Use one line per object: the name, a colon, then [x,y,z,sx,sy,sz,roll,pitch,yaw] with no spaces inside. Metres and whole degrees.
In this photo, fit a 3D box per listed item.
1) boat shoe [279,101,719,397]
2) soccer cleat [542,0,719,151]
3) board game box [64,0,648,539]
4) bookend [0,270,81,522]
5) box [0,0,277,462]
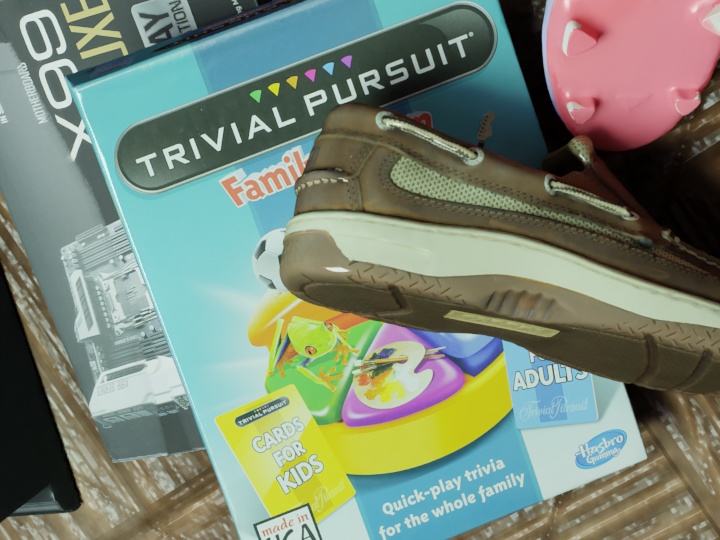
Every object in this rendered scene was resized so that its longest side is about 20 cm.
boat shoe: [0.075,-0.011,0.758,0.075,0.201,0.075,155,127,-64]
soccer cleat: [0.089,-0.134,0.740,0.066,0.077,0.201,-7,128,-2]
board game box: [0.000,0.000,0.803,0.150,0.047,0.201,-21,103,-6]
bookend: [-0.235,0.055,0.935,0.092,0.199,0.201,-7,108,32]
box: [-0.064,-0.031,0.882,0.157,0.050,0.201,-11,106,35]
